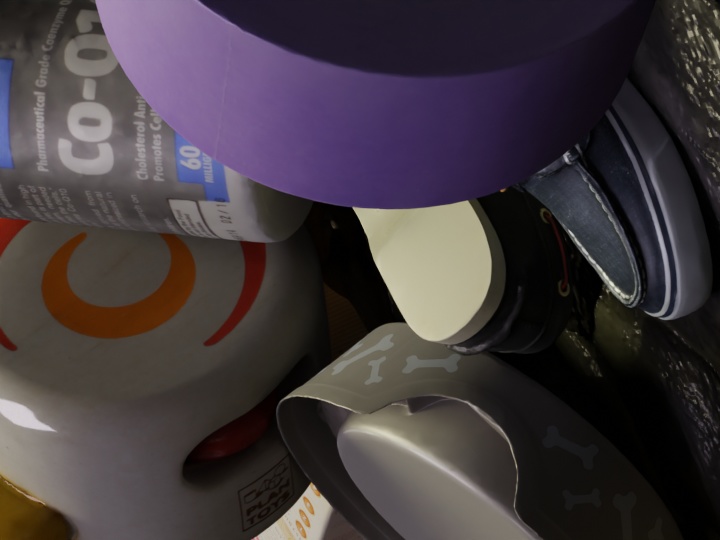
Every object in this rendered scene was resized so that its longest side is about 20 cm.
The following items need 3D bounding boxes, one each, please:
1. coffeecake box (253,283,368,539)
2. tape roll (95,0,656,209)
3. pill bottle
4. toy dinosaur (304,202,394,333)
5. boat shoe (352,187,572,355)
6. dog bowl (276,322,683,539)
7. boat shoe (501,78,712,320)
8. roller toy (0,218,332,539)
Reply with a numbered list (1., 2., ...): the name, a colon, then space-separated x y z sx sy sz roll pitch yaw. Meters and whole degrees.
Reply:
1. coffeecake box: -0.032 0.080 1.376 0.154 0.073 0.200 59 159 20
2. tape roll: 0.008 -0.127 0.855 0.200 0.200 0.085 57 158 21
3. pill bottle: -0.123 -0.077 1.132 0.200 0.114 0.114 5 130 17
4. toy dinosaur: 0.000 0.000 1.253 0.106 0.060 0.200 76 171 -62
5. boat shoe: 0.031 -0.049 1.071 0.074 0.063 0.202 -42 53 30
6. dog bowl: 0.058 0.101 1.106 0.200 0.059 0.200 35 162 13
7. boat shoe: 0.055 -0.058 0.974 0.201 0.091 0.071 62 160 9
8. roller toy: -0.105 0.047 1.195 0.140 0.182 0.200 85 -174 -48
